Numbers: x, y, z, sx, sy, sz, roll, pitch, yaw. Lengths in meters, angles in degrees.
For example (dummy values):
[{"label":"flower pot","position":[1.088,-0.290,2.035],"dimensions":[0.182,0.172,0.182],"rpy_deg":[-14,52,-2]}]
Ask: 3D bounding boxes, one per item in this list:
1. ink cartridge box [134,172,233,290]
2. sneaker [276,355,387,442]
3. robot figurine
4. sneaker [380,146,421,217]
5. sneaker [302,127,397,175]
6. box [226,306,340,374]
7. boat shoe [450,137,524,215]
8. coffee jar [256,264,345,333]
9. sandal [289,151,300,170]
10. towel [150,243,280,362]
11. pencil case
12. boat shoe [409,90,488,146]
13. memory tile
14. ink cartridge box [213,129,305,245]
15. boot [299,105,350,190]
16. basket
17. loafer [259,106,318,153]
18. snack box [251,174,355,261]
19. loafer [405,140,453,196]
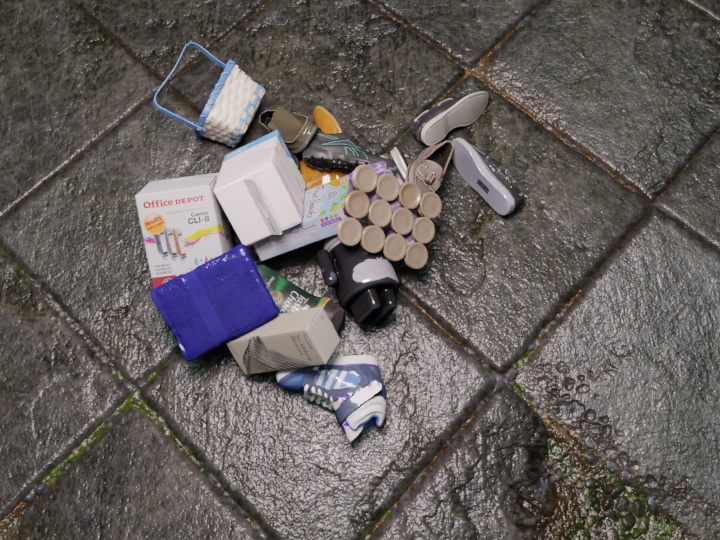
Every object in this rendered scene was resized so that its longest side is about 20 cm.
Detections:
[{"label":"ink cartridge box","position":[-0.325,-0.070,1.421],"dimensions":[0.142,0.145,0.204],"rpy_deg":[-8,106,0]},{"label":"sneaker","position":[-0.050,0.237,1.356],"dimensions":[0.196,0.081,0.149],"rpy_deg":[-5,61,-6]},{"label":"robot figurine","position":[0.000,0.001,1.440],"dimensions":[0.123,0.150,0.203],"rpy_deg":[-25,64,7]},{"label":"sneaker","position":[0.069,-0.143,1.543],"dimensions":[0.114,0.076,0.203],"rpy_deg":[-26,70,9]},{"label":"sneaker","position":[-0.017,-0.237,1.509],"dimensions":[0.196,0.076,0.081],"rpy_deg":[14,70,8]},{"label":"box","position":[-0.140,0.128,1.351],"dimensions":[0.197,0.083,0.069],"rpy_deg":[-13,27,35]},{"label":"boat shoe","position":[0.265,-0.203,1.556],"dimensions":[0.066,0.070,0.201],"rpy_deg":[-25,63,-28]},{"label":"coffee jar","position":[-0.130,0.077,1.430],"dimensions":[0.198,0.086,0.105],"rpy_deg":[26,70,13]},{"label":"sandal","position":[-0.210,-0.194,1.564],"dimensions":[0.197,0.048,0.077],"rpy_deg":[-17,68,19]},{"label":"towel","position":[-0.260,0.057,1.356],"dimensions":[0.198,0.050,0.149],"rpy_deg":[-27,98,7]},{"label":"pencil case","position":[0.058,-0.112,1.455],"dimensions":[0.084,0.085,0.202],"rpy_deg":[-40,110,-31]},{"label":"boat shoe","position":[0.191,-0.335,1.615],"dimensions":[0.199,0.075,0.060],"rpy_deg":[-37,50,-20]},{"label":"memory tile","position":[0.056,-0.099,1.397],"dimensions":[0.197,0.017,0.156],"rpy_deg":[19,83,-26]},{"label":"ink cartridge box","position":[-0.187,-0.152,1.415],"dimensions":[0.123,0.130,0.201],"rpy_deg":[-22,27,11]},{"label":"boot","position":[-0.095,-0.242,1.580],"dimensions":[0.142,0.071,0.203],"rpy_deg":[-28,72,-12]},{"label":"basket","position":[-0.319,-0.367,1.597],"dimensions":[0.198,0.139,0.178],"rpy_deg":[33,67,-17]},{"label":"loafer","position":[-0.157,-0.294,1.553],"dimensions":[0.199,0.069,0.076],"rpy_deg":[20,75,55]},{"label":"snack box","position":[-0.107,-0.104,1.461],"dimensions":[0.197,0.053,0.143],"rpy_deg":[-18,31,16]},{"label":"loafer","position":[0.142,-0.206,1.511],"dimensions":[0.072,0.063,0.201],"rpy_deg":[46,35,-14]}]
